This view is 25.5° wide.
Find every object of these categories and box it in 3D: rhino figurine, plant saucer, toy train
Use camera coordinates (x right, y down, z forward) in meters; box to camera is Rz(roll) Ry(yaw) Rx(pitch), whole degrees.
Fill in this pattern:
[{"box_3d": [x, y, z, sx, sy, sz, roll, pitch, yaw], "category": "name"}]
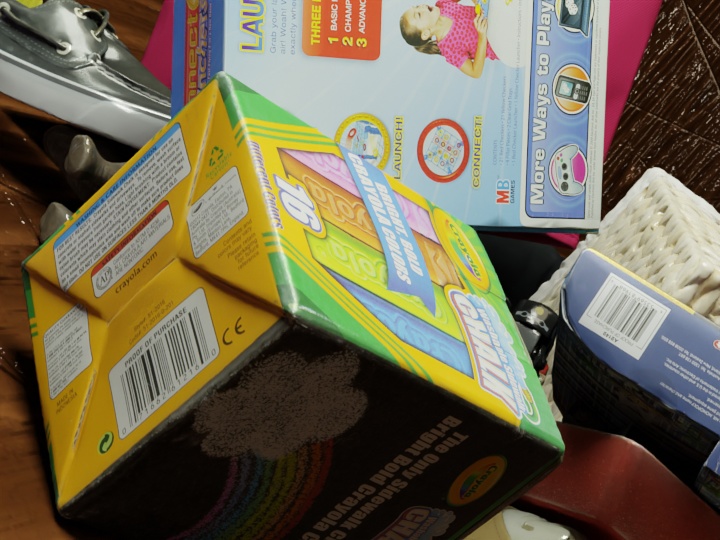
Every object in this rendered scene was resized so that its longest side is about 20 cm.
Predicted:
[{"box_3d": [-0.105, -0.022, 0.756, 0.087, 0.060, 0.200, 26, 12, -35], "category": "rhino figurine"}, {"box_3d": [0.143, 0.146, 0.817, 0.199, 0.037, 0.200, 41, -13, -19], "category": "plant saucer"}, {"box_3d": [0.084, 0.064, 0.880, 0.034, 0.046, 0.201, 28, -22, 11], "category": "toy train"}]

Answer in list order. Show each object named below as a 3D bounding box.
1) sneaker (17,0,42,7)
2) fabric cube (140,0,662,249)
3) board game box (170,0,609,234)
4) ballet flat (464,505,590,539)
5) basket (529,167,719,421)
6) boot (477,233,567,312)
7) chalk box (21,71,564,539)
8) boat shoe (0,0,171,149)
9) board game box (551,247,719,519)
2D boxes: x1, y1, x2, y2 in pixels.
[{"box_3d": [-0.261, -0.202, 0.884, 0.200, 0.074, 0.082, 45, 9, -17], "category": "sneaker"}, {"box_3d": [0.024, -0.146, 0.849, 0.195, 0.202, 0.199, 25, -6, -31], "category": "fabric cube"}, {"box_3d": [0.017, -0.118, 0.695, 0.194, 0.203, 0.056, 1, 3, -30], "category": "board game box"}, {"box_3d": [0.101, 0.160, 0.744, 0.068, 0.063, 0.200, 30, 16, -41], "category": "ballet flat"}, {"box_3d": [0.206, 0.083, 1.033, 0.197, 0.200, 0.161, 37, 18, -13], "category": "basket"}, {"box_3d": [0.135, 0.000, 1.123, 0.168, 0.199, 0.077, 38, 43, -33], "category": "boot"}, {"box_3d": [-0.013, 0.042, 0.619, 0.199, 0.125, 0.125, 30, 30, -42], "category": "chalk box"}, {"box_3d": [-0.154, -0.110, 0.787, 0.198, 0.057, 0.069, 24, 5, 6], "category": "boat shoe"}, {"box_3d": [0.173, 0.095, 0.777, 0.199, 0.062, 0.200, 33, -14, 15], "category": "board game box"}]
